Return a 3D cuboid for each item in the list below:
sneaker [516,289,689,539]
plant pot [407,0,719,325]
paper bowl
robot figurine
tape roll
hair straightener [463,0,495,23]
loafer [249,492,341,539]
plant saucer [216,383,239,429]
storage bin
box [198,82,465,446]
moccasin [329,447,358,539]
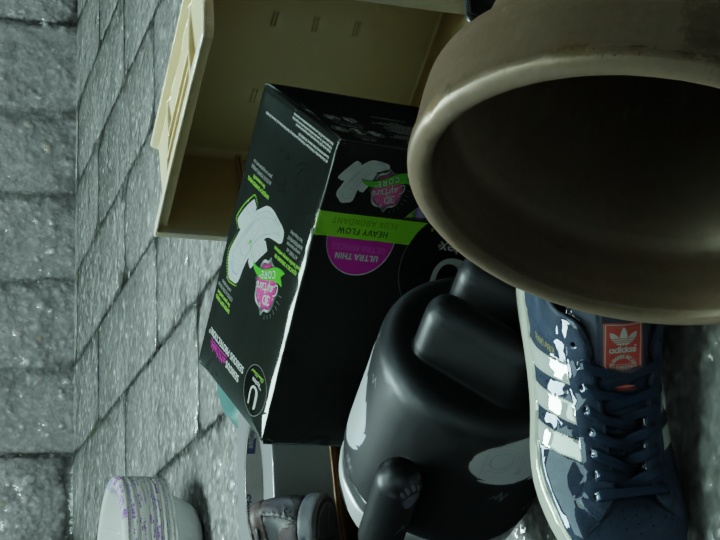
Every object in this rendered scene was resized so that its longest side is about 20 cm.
[{"bbox_3d":[0.124,0.058,0.797,0.085,0.074,0.202,113,148,-60],"label":"sneaker"},{"bbox_3d":[0.131,-0.099,0.683,0.200,0.199,0.176,130,156,-61],"label":"plant pot"},{"bbox_3d":[-0.242,0.339,1.852,0.200,0.103,0.203,-177,90,-73],"label":"paper bowl"},{"bbox_3d":[0.055,0.085,0.938,0.201,0.149,0.125,108,146,-44],"label":"robot figurine"},{"bbox_3d":[-0.058,0.178,1.341,0.200,0.066,0.202,179,90,-78],"label":"tape roll"},{"bbox_3d":[0.070,-0.222,1.073,0.201,0.041,0.077,-103,29,-42],"label":"hair straightener"},{"bbox_3d":[-0.042,0.262,1.240,0.072,0.062,0.202,-48,-46,-62],"label":"loafer"},{"bbox_3d":[-0.114,0.073,1.609,0.200,0.036,0.202,-178,90,-72],"label":"plant saucer"},{"bbox_3d":[-0.034,-0.118,1.133,0.199,0.198,0.094,111,157,-43],"label":"storage bin"},{"bbox_3d":[0.000,0.000,1.041,0.124,0.147,0.202,43,122,56],"label":"box"},{"bbox_3d":[0.000,0.208,1.166,0.074,0.077,0.203,170,102,-68],"label":"moccasin"}]
